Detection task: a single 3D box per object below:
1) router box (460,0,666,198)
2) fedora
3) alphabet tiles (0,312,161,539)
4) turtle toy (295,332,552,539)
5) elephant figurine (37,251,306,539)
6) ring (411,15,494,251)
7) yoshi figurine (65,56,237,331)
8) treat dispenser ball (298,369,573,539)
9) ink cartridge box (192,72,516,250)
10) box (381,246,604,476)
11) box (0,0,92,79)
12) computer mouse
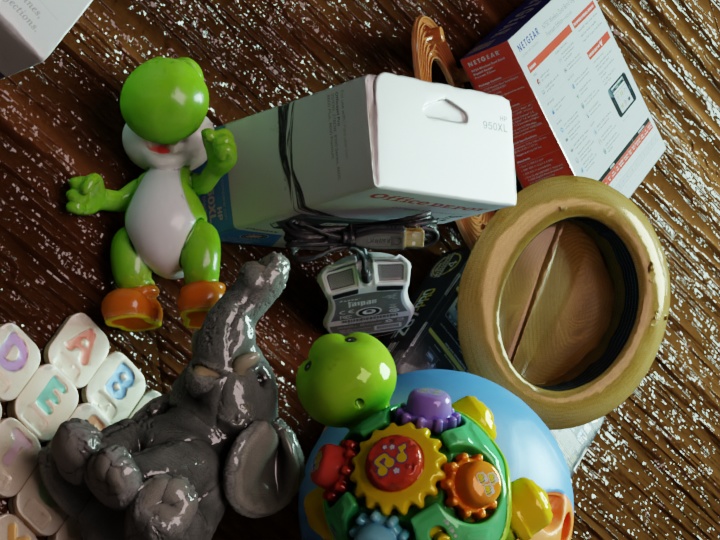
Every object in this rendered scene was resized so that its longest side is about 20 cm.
[{"bbox_3d":[0.177,-0.139,1.763,0.180,0.049,0.200,63,32,-11],"label":"router box"},{"bbox_3d":[0.147,0.025,1.629,0.200,0.082,0.201,0,90,-25],"label":"fedora"},{"bbox_3d":[-0.201,0.135,1.406,0.200,0.015,0.196,49,52,-23],"label":"alphabet tiles"},{"bbox_3d":[0.024,0.127,1.364,0.200,0.146,0.101,57,-1,35],"label":"turtle toy"},{"bbox_3d":[-0.103,0.112,1.395,0.142,0.155,0.200,48,55,6],"label":"elephant figurine"},{"bbox_3d":[0.080,-0.107,1.651,0.200,0.019,0.201,-14,90,-77],"label":"ring"},{"bbox_3d":[-0.139,-0.063,1.449,0.112,0.112,0.200,9,71,-35],"label":"yoshi figurine"},{"bbox_3d":[0.055,0.172,1.508,0.201,0.201,0.201,11,73,-41],"label":"treat dispenser ball"},{"bbox_3d":[-0.007,-0.074,1.507,0.145,0.200,0.084,5,77,-42],"label":"ink cartridge box"},{"bbox_3d":[0.100,0.105,1.672,0.200,0.049,0.161,53,48,-22],"label":"box"},{"bbox_3d":[-0.256,-0.255,1.362,0.199,0.131,0.200,49,52,-23],"label":"box"},{"bbox_3d":[0.000,0.000,1.528,0.110,0.200,0.044,-9,69,-4],"label":"computer mouse"}]
